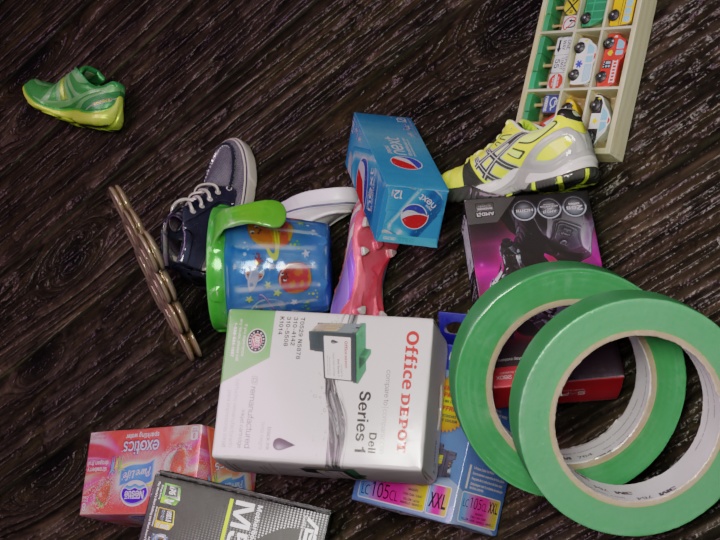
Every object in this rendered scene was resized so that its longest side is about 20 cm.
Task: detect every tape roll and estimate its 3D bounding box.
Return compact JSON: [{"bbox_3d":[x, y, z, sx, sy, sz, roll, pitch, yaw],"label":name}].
[{"bbox_3d":[0.225,0.118,1.167,0.201,0.200,0.048,-60,7,6],"label":"tape roll"},{"bbox_3d":[0.178,0.094,1.215,0.201,0.200,0.048,-61,8,5],"label":"tape roll"}]

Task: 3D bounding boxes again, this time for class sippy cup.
[{"bbox_3d":[-0.096,-0.003,1.528,0.129,0.178,0.141,0,90,2],"label":"sippy cup"}]

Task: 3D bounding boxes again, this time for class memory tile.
[{"bbox_3d":[-0.244,0.004,1.671,0.017,0.201,0.153,-26,43,-12],"label":"memory tile"}]

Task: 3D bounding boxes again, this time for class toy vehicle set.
[{"bbox_3d":[0.226,-0.208,1.414,0.124,0.026,0.201,3,76,44],"label":"toy vehicle set"}]

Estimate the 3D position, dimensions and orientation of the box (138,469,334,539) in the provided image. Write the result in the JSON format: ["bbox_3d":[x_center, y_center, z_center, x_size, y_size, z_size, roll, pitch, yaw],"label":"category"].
[{"bbox_3d":[-0.142,0.326,1.455,0.192,0.048,0.201,13,79,8],"label":"box"}]

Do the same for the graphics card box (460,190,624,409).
[{"bbox_3d":[0.167,0.025,1.313,0.125,0.051,0.201,-4,62,-2],"label":"graphics card box"}]

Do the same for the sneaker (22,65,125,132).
[{"bbox_3d":[-0.399,-0.249,1.990,0.199,0.074,0.084,17,87,36],"label":"sneaker"}]

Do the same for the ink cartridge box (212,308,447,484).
[{"bbox_3d":[-0.025,0.117,1.308,0.199,0.084,0.147,1,73,11],"label":"ink cartridge box"}]

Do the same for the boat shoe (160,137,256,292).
[{"bbox_3d":[-0.187,-0.078,1.701,0.074,0.092,0.201,-12,66,40],"label":"boat shoe"}]

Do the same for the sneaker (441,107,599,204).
[{"bbox_3d":[0.153,-0.107,1.393,0.199,0.075,0.077,-11,82,44],"label":"sneaker"}]

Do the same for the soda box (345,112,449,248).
[{"bbox_3d":[0.035,-0.098,1.458,0.200,0.067,0.065,-110,28,-62],"label":"soda box"}]

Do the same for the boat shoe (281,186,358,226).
[{"bbox_3d":[-0.076,-0.042,1.610,0.199,0.073,0.066,-21,75,40],"label":"boat shoe"}]

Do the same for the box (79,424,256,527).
[{"bbox_3d":[-0.220,0.238,1.602,0.199,0.094,0.103,-8,69,41],"label":"box"}]

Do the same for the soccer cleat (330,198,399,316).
[{"bbox_3d":[0.000,0.000,1.519,0.076,0.066,0.201,-16,62,51],"label":"soccer cleat"}]

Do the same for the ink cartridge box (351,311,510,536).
[{"bbox_3d":[0.083,0.144,1.372,0.136,0.076,0.201,5,75,44],"label":"ink cartridge box"}]
